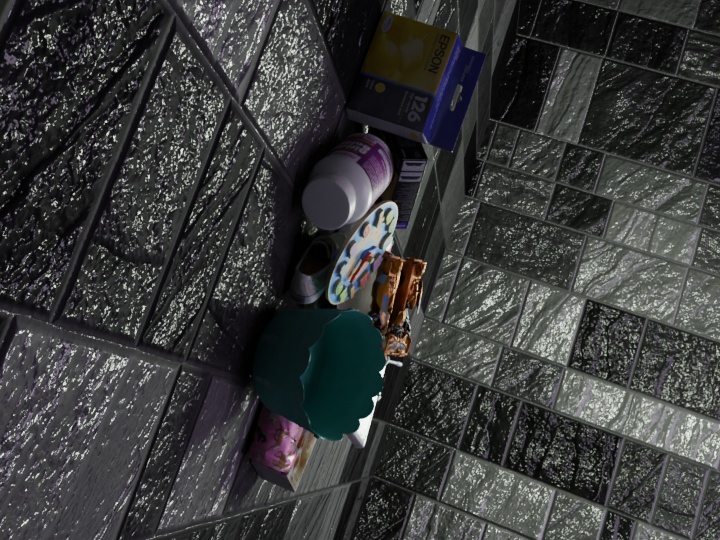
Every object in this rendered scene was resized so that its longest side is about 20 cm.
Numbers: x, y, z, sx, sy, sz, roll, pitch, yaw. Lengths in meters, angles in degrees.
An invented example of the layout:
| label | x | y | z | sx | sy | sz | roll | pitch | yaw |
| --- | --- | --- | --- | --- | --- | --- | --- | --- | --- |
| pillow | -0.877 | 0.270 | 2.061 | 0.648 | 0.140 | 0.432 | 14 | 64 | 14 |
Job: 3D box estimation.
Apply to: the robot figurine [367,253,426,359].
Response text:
| label | x | y | z | sx | sy | sz | roll | pitch | yaw |
| --- | --- | --- | --- | --- | --- | --- | --- | --- | --- |
| robot figurine | 0.062 | 0.076 | 1.445 | 0.143 | 0.057 | 0.206 | 5 | 97 | -47 |

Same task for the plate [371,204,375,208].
| label | x | y | z | sx | sy | sz | roll | pitch | yaw |
| --- | --- | --- | --- | --- | --- | --- | --- | --- | --- |
| plate | 0.054 | -0.149 | 1.783 | 0.200 | 0.032 | 0.204 | -53 | 157 | -56 |

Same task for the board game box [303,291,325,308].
| label | x | y | z | sx | sy | sz | roll | pitch | yaw |
| --- | --- | --- | --- | --- | --- | --- | --- | --- | --- |
| board game box | -0.085 | 0.069 | 1.466 | 0.095 | 0.029 | 0.206 | -17 | 120 | -76 |

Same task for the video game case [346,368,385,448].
| label | x | y | z | sx | sy | sz | roll | pitch | yaw |
| --- | --- | --- | --- | --- | --- | --- | --- | --- | --- |
| video game case | -0.017 | 0.209 | 1.506 | 0.184 | 0.022 | 0.203 | 57 | 36 | -34 |

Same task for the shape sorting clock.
| label | x | y | z | sx | sy | sz | roll | pitch | yaw |
| --- | --- | --- | --- | --- | --- | --- | --- | --- | --- |
| shape sorting clock | 0.006 | -0.028 | 1.314 | 0.201 | 0.039 | 0.201 | -51 | 165 | -18 |

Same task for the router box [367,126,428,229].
| label | x | y | z | sx | sy | sz | roll | pitch | yaw |
| --- | --- | --- | --- | --- | --- | --- | --- | --- | --- |
| router box | 0.057 | -0.202 | 1.405 | 0.160 | 0.051 | 0.203 | 105 | -22 | -43 |

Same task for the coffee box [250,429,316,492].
| label | x | y | z | sx | sy | sz | roll | pitch | yaw |
| --- | --- | --- | --- | --- | --- | --- | --- | --- | --- |
| coffee box | -0.126 | 0.299 | 1.465 | 0.115 | 0.078 | 0.204 | 84 | 26 | -62 |

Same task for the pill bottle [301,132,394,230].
| label | x | y | z | sx | sy | sz | roll | pitch | yaw |
| --- | --- | --- | --- | --- | --- | --- | --- | --- | --- |
| pill bottle | -0.022 | -0.143 | 1.249 | 0.201 | 0.109 | 0.115 | -54 | 159 | -58 |

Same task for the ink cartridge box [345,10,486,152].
| label | x | y | z | sx | sy | sz | roll | pitch | yaw |
| --- | --- | --- | --- | --- | --- | --- | --- | --- | --- |
| ink cartridge box | 0.097 | -0.328 | 1.327 | 0.047 | 0.195 | 0.202 | 70 | 39 | -72 |

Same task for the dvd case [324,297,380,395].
| label | x | y | z | sx | sy | sz | roll | pitch | yaw |
| --- | --- | --- | --- | --- | --- | --- | --- | --- | --- |
| dvd case | -0.013 | 0.142 | 1.490 | 0.199 | 0.024 | 0.154 | 37 | 49 | -50 |

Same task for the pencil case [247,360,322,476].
| label | x | y | z | sx | sy | sz | roll | pitch | yaw |
| --- | --- | --- | --- | --- | --- | --- | --- | --- | --- |
| pencil case | -0.130 | 0.250 | 1.355 | 0.083 | 0.085 | 0.205 | 39 | 68 | -61 |

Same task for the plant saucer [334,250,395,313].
| label | x | y | z | sx | sy | sz | roll | pitch | yaw |
| --- | --- | --- | --- | --- | --- | --- | --- | --- | --- |
| plant saucer | 0.013 | 0.059 | 1.450 | 0.198 | 0.032 | 0.206 | -16 | 111 | -47 |

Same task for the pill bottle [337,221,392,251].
| label | x | y | z | sx | sy | sz | roll | pitch | yaw |
| --- | --- | --- | --- | --- | --- | --- | --- | --- | --- |
| pill bottle | 0.000 | 0.000 | 1.551 | 0.113 | 0.110 | 0.204 | -58 | 161 | -50 |

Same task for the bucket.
| label | x | y | z | sx | sy | sz | roll | pitch | yaw |
| --- | --- | --- | --- | --- | --- | --- | --- | --- | --- |
| bucket | -0.067 | 0.158 | 1.246 | 0.204 | 0.132 | 0.214 | -11 | 104 | -47 |

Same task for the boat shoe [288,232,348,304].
| label | x | y | z | sx | sy | sz | roll | pitch | yaw |
| --- | --- | --- | --- | --- | --- | --- | --- | --- | --- |
| boat shoe | -0.064 | -0.024 | 1.341 | 0.200 | 0.070 | 0.071 | -48 | 157 | -49 |

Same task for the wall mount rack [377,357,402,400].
| label | x | y | z | sx | sy | sz | roll | pitch | yaw |
| --- | --- | --- | --- | --- | --- | --- | --- | --- | --- |
| wall mount rack | 0.006 | 0.245 | 1.735 | 0.076 | 0.197 | 0.174 | 59 | 29 | -12 |
